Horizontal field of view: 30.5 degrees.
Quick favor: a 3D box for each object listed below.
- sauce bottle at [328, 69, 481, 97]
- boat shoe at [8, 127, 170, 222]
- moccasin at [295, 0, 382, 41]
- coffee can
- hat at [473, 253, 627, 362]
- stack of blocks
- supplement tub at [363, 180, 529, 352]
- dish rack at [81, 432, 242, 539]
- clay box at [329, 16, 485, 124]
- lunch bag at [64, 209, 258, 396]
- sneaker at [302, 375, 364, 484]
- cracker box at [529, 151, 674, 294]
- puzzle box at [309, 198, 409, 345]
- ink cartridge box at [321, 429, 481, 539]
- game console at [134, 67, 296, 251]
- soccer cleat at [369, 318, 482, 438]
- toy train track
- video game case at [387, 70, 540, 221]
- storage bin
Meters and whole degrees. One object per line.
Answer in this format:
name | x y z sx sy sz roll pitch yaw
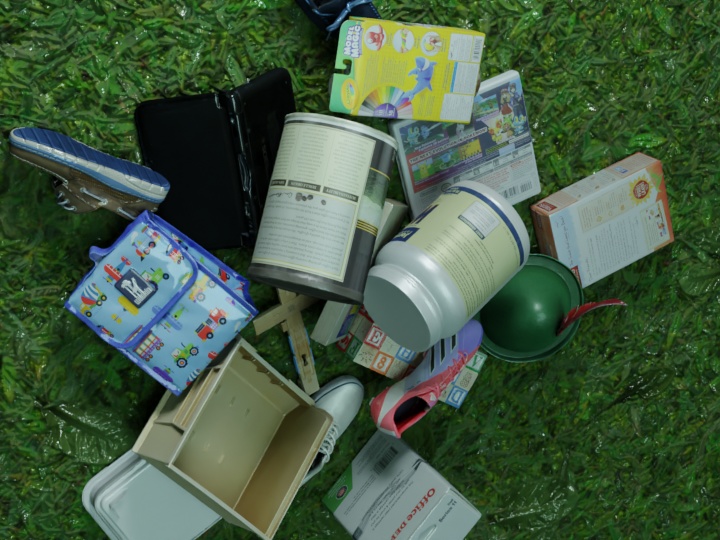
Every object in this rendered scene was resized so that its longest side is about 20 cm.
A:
sauce bottle | 0.055 -0.240 1.687 0.198 0.065 0.065 -8 113 -23
boat shoe | -0.322 -0.103 1.537 0.199 0.072 0.073 21 107 -28
moccasin | -0.043 -0.331 1.596 0.199 0.068 0.081 32 93 -33
coffee can | -0.045 -0.073 1.597 0.145 0.146 0.202 16 84 -31
hat | 0.243 0.082 1.807 0.164 0.176 0.202 6 117 -7
stack of blocks | 0.080 0.099 1.830 0.199 0.059 0.116 27 95 -32
supplement tub | 0.108 -0.005 1.704 0.200 0.144 0.146 -42 124 -27
dish rack | -0.248 0.296 1.746 0.199 0.043 0.172 -38 121 -11
clay box | 0.050 -0.245 1.616 0.198 0.048 0.116 1 107 -27
lunch bag | -0.250 0.028 1.608 0.151 0.094 0.200 -46 118 9
sneaker | -0.059 0.234 1.802 0.073 0.071 0.200 41 88 -33
cracker box | 0.350 -0.068 1.908 0.199 0.058 0.135 -26 118 -18
puzzle box | 0.000 0.000 1.718 0.025 0.133 0.201 27 96 8
ink cartridge box | 0.054 0.328 1.820 0.147 0.200 0.083 -50 123 -2
game console | -0.166 -0.137 1.637 0.176 0.116 0.202 -37 128 -46
soccer cleat | 0.098 0.147 1.777 0.200 0.076 0.067 -41 122 -8
toy train track | -0.091 0.079 1.754 0.114 0.032 0.201 -28 125 -24
video game case | 0.144 -0.152 1.790 0.199 0.023 0.184 -24 118 -17
storage bin | -0.157 0.206 1.695 0.200 0.093 0.200 44 65 -35
